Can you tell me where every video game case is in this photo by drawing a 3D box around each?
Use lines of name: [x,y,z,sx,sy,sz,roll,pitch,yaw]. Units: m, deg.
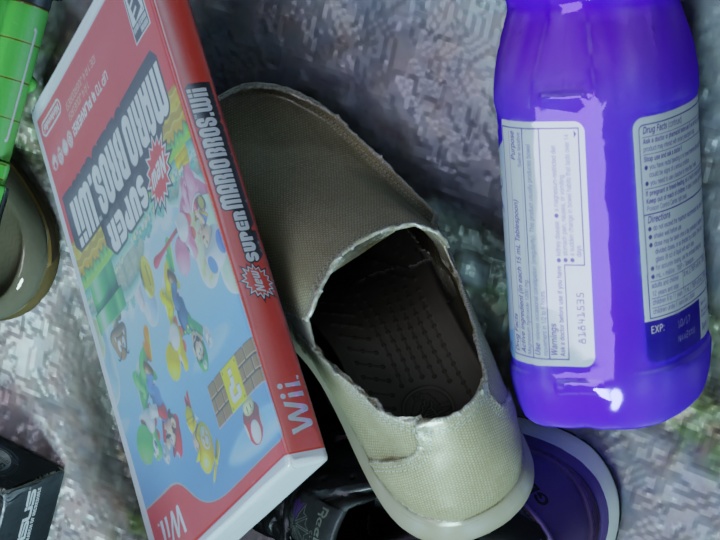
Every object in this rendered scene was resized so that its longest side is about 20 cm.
video game case: [-0.071,-0.001,0.819,0.143,0.017,0.201,-46,57,57]

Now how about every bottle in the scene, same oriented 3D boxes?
bottle: [0.080,-0.051,0.756,0.065,0.083,0.201,0,103,22]

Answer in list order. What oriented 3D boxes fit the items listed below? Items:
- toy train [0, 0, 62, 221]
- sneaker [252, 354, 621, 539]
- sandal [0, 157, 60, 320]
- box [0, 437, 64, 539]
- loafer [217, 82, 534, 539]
toy train: [-0.164,-0.043,0.883,0.056,0.042,0.201,16,89,-15]
sneaker: [-0.010,0.075,0.831,0.199,0.087,0.076,10,106,27]
sandal: [-0.204,-0.058,0.925,0.200,0.054,0.080,48,119,11]
box: [-0.237,0.123,0.986,0.199,0.043,0.161,24,108,22]
loafer: [0.000,0.000,0.789,0.200,0.075,0.068,54,161,28]
